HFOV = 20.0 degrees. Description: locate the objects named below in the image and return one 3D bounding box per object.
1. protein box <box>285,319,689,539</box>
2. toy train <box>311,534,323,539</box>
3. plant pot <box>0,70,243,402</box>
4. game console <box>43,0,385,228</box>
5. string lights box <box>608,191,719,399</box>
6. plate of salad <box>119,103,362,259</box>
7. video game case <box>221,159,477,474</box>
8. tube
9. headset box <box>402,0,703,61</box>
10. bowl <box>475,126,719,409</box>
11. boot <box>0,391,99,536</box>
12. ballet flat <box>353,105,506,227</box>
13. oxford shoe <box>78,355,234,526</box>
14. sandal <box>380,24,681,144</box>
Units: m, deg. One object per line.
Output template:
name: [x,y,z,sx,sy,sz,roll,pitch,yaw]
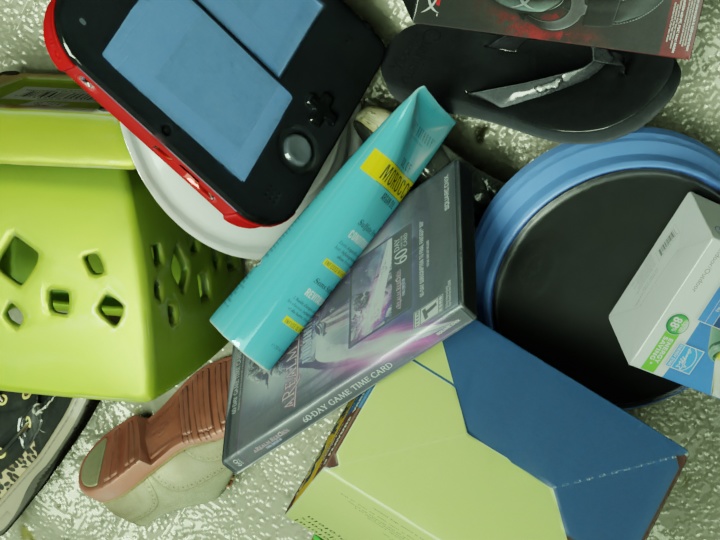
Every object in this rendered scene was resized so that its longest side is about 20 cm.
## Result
protein box: [0.076,0.140,1.337,0.197,0.200,0.136,31,73,0]
toy train: [0.036,0.246,1.455,0.200,0.042,0.057,39,104,29]
plant pot: [-0.196,-0.032,1.367,0.198,0.199,0.184,3,105,15]
game console: [-0.087,-0.143,1.263,0.200,0.178,0.031,43,151,-21]
string lights box: [0.271,0.037,1.303,0.198,0.059,0.103,20,117,-20]
plate of salad: [-0.080,-0.105,1.317,0.048,0.200,0.201,-14,110,49]
video game case: [-0.008,0.029,1.291,0.199,0.144,0.019,-34,122,26]
tube: [-0.014,-0.029,1.290,0.050,0.077,0.200,40,91,17]
headset box: [0.134,-0.218,1.241,0.198,0.077,0.150,7,112,-9]
bowl: [0.169,0.005,1.326,0.198,0.039,0.202,-4,121,-7]
boot: [-0.274,0.086,1.500,0.150,0.073,0.201,35,121,-1]
ballet flat: [0.085,-0.058,1.361,0.199,0.066,0.057,30,86,-5]
oxford shoe: [-0.108,0.122,1.482,0.199,0.071,0.074,-27,127,22]
sandal: [0.103,-0.125,1.295,0.198,0.077,0.043,6,148,22]
